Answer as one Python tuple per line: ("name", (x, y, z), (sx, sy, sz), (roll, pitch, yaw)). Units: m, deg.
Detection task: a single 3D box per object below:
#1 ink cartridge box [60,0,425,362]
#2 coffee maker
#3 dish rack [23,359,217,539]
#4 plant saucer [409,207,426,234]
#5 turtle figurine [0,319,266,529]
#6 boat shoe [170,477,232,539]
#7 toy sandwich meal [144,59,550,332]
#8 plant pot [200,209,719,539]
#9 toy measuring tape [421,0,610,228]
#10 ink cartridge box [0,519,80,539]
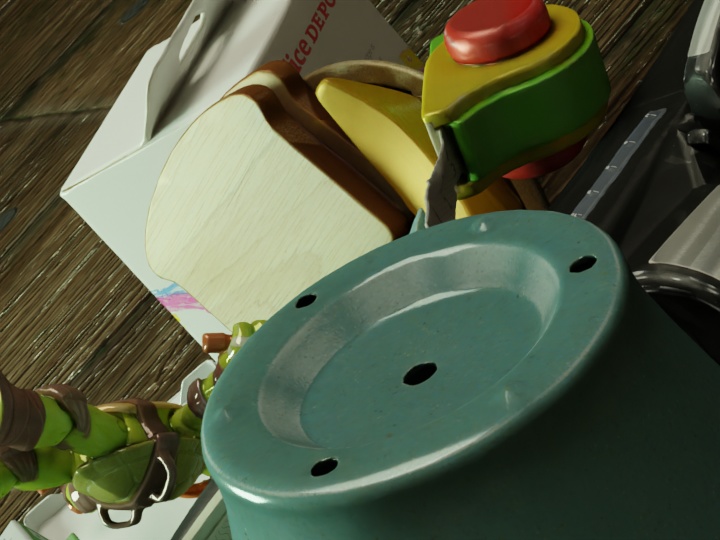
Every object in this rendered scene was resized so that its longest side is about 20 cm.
("ink cartridge box", (-0.034, -0.045, 1.277), (0.125, 0.200, 0.129), (-27, 24, 35))
("coffee maker", (0.146, -0.016, 1.033), (0.200, 0.135, 0.192), (-52, -2, -28))
("dish rack", (-0.078, 0.123, 1.183), (0.172, 0.044, 0.200), (-40, 35, 4))
("plant saucer", (0.009, 0.077, 0.990), (0.201, 0.039, 0.201), (-163, 90, -89))
("turtle figurine", (-0.108, 0.076, 1.100), (0.200, 0.161, 0.065), (-31, 65, 44))
("boat shoe", (-0.082, 0.147, 1.080), (0.068, 0.072, 0.200), (19, 75, 47))
("toy sandwich meal", (0.000, 0.000, 1.129), (0.205, 0.205, 0.070), (-21, 3, 45))
("plant pot", (0.051, 0.092, 0.797), (0.200, 0.188, 0.200), (-21, 26, 11))
("toy measuring tape", (0.061, -0.055, 1.005), (0.074, 0.074, 0.200), (-35, 21, 19))
("ink cartridge box", (-0.125, 0.164, 1.005), (0.104, 0.059, 0.200), (-55, 31, 0))
